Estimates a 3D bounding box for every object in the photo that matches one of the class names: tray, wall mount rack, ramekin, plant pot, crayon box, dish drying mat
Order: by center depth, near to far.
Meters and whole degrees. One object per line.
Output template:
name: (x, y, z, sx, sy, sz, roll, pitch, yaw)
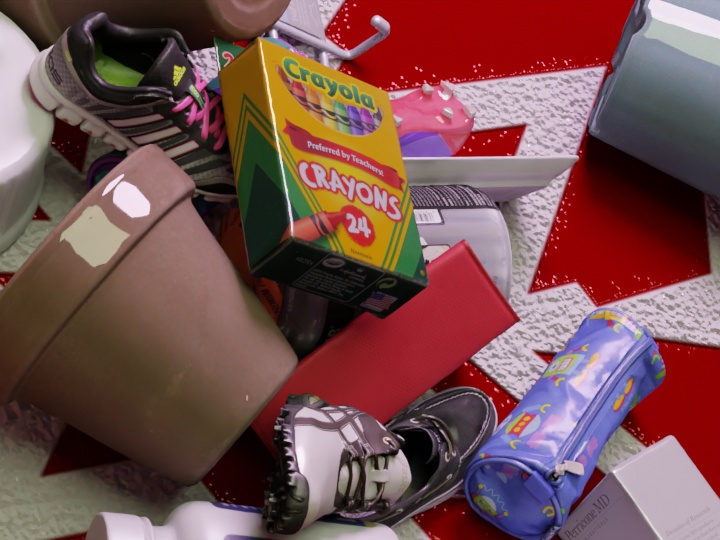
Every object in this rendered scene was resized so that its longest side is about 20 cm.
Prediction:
plant pot: (-0.141, 0.046, 1.528, 0.174, 0.200, 0.200, 41, 52, -1)
crayon box: (-0.030, -0.076, 1.572, 0.127, 0.051, 0.201, 18, 47, -39)
dish drying mat: (0.013, 0.065, 1.615, 0.200, 0.018, 0.077, -37, 109, -3)
ramekin: (-0.311, -0.106, 1.617, 0.199, 0.098, 0.201, 11, 56, -17)
plant pot: (-0.142, -0.234, 1.653, 0.174, 0.201, 0.200, 10, 41, 36)
tray: (0.059, -0.067, 1.756, 0.199, 0.107, 0.022, -2, 83, -25)
wall mount rack: (-0.058, -0.253, 1.809, 0.173, 0.074, 0.201, 21, 47, -45)
plant pot: (0.301, -0.145, 1.862, 0.195, 0.201, 0.201, 22, 52, 1)

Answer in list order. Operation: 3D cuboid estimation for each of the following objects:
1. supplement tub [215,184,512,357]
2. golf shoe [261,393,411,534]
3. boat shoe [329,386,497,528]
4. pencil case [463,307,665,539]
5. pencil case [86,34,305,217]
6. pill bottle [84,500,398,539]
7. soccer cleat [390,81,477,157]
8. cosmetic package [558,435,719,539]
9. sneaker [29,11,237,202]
supplement tub: (0.000, 0.000, 1.669, 0.199, 0.123, 0.123, -3, 60, -24)
golf shoe: (-0.013, 0.126, 1.496, 0.094, 0.078, 0.200, 11, 13, 3)
boat shoe: (0.034, 0.134, 1.631, 0.200, 0.066, 0.070, -30, 74, -35)
pencil case: (0.154, 0.112, 1.684, 0.078, 0.087, 0.200, 52, 50, -12)
pencil case: (-0.111, -0.098, 1.704, 0.085, 0.092, 0.200, 43, 53, 6)
pill bottle: (-0.080, 0.214, 1.496, 0.199, 0.120, 0.120, 9, 56, -18)
soccer cleat: (0.007, -0.101, 1.736, 0.199, 0.077, 0.067, -8, 47, -45)
cosmetic package: (0.237, 0.231, 1.636, 0.074, 0.102, 0.200, -26, 71, -35)
sneaker: (-0.130, -0.117, 1.592, 0.199, 0.088, 0.074, 27, 54, -8)
